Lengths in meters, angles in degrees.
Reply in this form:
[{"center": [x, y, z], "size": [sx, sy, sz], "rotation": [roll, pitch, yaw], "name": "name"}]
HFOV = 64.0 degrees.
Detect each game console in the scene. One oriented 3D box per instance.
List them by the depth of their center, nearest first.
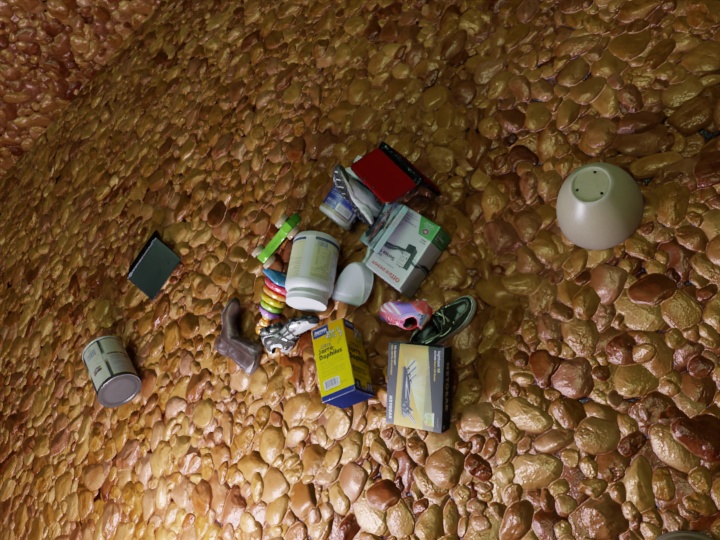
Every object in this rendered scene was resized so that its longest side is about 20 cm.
[{"center": [0.099, -0.258, 1.633], "size": [0.119, 0.171, 0.201], "rotation": [-50, 54, 15], "name": "game console"}]

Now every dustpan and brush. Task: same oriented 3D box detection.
[{"center": [0.000, 0.000, 1.662], "size": [0.138, 0.057, 0.205], "rotation": [10, 83, 47], "name": "dustpan and brush"}]

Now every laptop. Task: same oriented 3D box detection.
[{"center": [-0.781, -0.024, 2.181], "size": [0.189, 0.115, 0.200], "rotation": [-53, 25, 2], "name": "laptop"}]

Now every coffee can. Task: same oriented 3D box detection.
[{"center": [-0.863, 0.348, 1.997], "size": [0.147, 0.146, 0.200], "rotation": [-48, 54, 6], "name": "coffee can"}]

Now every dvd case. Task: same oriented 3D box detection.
[{"center": [0.063, -0.127, 1.615], "size": [0.147, 0.022, 0.200], "rotation": [-54, 16, 3], "name": "dvd case"}]

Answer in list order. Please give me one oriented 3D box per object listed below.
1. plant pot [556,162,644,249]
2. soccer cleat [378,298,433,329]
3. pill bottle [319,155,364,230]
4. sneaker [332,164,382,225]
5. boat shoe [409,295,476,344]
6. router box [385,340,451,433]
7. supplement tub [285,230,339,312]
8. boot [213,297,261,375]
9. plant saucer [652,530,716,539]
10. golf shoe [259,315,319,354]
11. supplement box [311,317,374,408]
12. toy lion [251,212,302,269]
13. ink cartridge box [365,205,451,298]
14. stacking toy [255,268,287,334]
[{"center": [0.544, -0.168, 1.334], "size": [0.196, 0.134, 0.206], "rotation": [-12, 66, 27], "name": "plant pot"}, {"center": [0.106, 0.120, 1.498], "size": [0.198, 0.067, 0.077], "rotation": [-11, 40, 51], "name": "soccer cleat"}, {"center": [-0.026, -0.233, 1.727], "size": [0.115, 0.115, 0.202], "rotation": [35, 90, 36], "name": "pill bottle"}, {"center": [-0.009, -0.224, 1.639], "size": [0.079, 0.201, 0.074], "rotation": [-45, 30, -11], "name": "sneaker"}, {"center": [0.210, 0.135, 1.463], "size": [0.200, 0.063, 0.071], "rotation": [-43, 55, 10], "name": "boat shoe"}, {"center": [0.143, 0.282, 1.419], "size": [0.154, 0.052, 0.206], "rotation": [1, 89, 32], "name": "router box"}, {"center": [-0.142, 0.004, 1.680], "size": [0.142, 0.145, 0.205], "rotation": [-4, 66, 30], "name": "supplement tub"}, {"center": [-0.363, 0.203, 1.793], "size": [0.197, 0.064, 0.191], "rotation": [21, 96, 39], "name": "boot"}, {"center": [0.611, 0.587, 1.054], "size": [0.196, 0.029, 0.205], "rotation": [-13, 64, 28], "name": "plant saucer"}, {"center": [-0.201, 0.190, 1.704], "size": [0.196, 0.077, 0.097], "rotation": [-17, 86, 21], "name": "golf shoe"}, {"center": [-0.049, 0.250, 1.550], "size": [0.108, 0.108, 0.204], "rotation": [-25, 60, 21], "name": "supplement box"}, {"center": [-0.246, -0.100, 1.777], "size": [0.068, 0.192, 0.200], "rotation": [41, 112, -5], "name": "toy lion"}, {"center": [0.129, -0.050, 1.576], "size": [0.146, 0.083, 0.202], "rotation": [34, 91, 37], "name": "ink cartridge box"}, {"center": [-0.271, 0.106, 1.763], "size": [0.116, 0.108, 0.204], "rotation": [33, 101, 50], "name": "stacking toy"}]
